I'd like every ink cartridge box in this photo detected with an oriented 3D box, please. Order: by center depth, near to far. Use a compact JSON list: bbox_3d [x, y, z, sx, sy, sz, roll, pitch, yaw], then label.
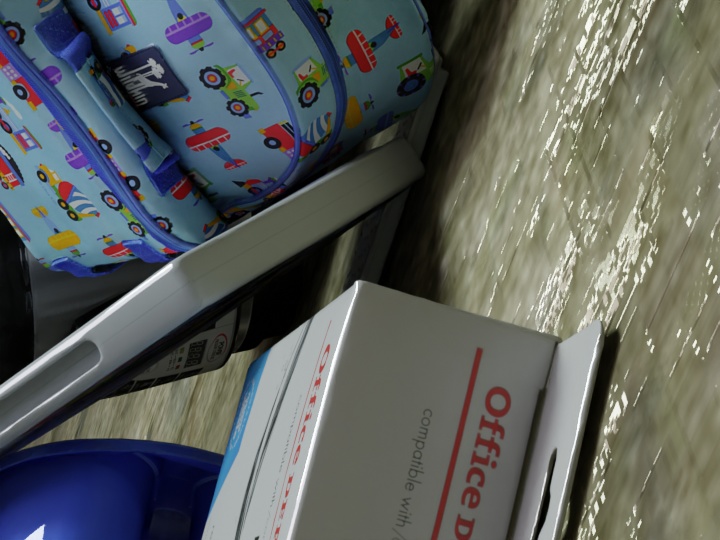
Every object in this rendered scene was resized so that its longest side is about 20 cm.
[{"bbox_3d":[0.002,0.074,0.704,0.200,0.068,0.116,142,144,-71],"label":"ink cartridge box"}]

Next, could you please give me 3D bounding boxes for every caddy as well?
[{"bbox_3d":[-0.094,0.133,0.911,0.200,0.141,0.105,123,158,-53],"label":"caddy"}]

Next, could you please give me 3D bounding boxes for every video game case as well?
[{"bbox_3d":[-0.082,0.021,0.901,0.182,0.023,0.200,-34,-1,29],"label":"video game case"}]

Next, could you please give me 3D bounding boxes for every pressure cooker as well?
[{"bbox_3d":[-0.112,-0.036,1.157,0.176,0.200,0.179,-147,49,-61],"label":"pressure cooker"}]

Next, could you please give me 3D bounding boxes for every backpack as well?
[{"bbox_3d":[-0.077,-0.096,0.945,0.200,0.183,0.135,-6,34,50],"label":"backpack"}]

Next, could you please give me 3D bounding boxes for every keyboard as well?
[{"bbox_3d":[0.000,0.000,0.991,0.056,0.011,0.200,-119,47,-76],"label":"keyboard"}]
